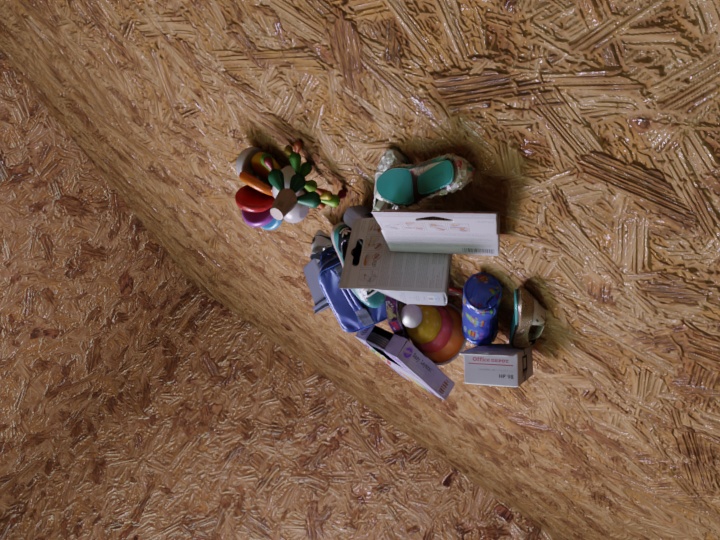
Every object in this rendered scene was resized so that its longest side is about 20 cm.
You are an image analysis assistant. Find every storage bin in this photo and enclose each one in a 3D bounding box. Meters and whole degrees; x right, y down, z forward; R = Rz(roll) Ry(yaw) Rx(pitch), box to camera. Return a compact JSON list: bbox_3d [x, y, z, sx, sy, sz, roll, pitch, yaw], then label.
[{"bbox_3d":[-0.078,0.021,1.614,0.138,0.142,0.200,65,160,2],"label":"storage bin"}]

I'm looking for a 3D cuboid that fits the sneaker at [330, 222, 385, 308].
[{"bbox_3d":[0.000,0.000,1.208,0.204,0.070,0.080,62,175,-22],"label":"sneaker"}]

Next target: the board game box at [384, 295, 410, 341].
[{"bbox_3d":[0.083,0.085,1.321,0.031,0.124,0.201,-12,158,8],"label":"board game box"}]

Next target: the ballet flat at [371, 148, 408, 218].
[{"bbox_3d":[0.051,-0.142,1.086,0.071,0.072,0.201,33,160,12],"label":"ballet flat"}]

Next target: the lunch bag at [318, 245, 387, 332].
[{"bbox_3d":[-0.013,0.028,1.327,0.133,0.132,0.204,-94,-21,-63],"label":"lunch bag"}]

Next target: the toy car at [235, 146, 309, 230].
[{"bbox_3d":[-0.226,-0.176,1.388,0.172,0.152,0.202,29,159,24],"label":"toy car"}]

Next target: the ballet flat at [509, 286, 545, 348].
[{"bbox_3d":[0.324,0.091,1.130,0.063,0.073,0.201,3,153,13],"label":"ballet flat"}]

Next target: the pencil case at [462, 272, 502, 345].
[{"bbox_3d":[0.250,0.088,1.208,0.087,0.078,0.202,43,165,28],"label":"pencil case"}]

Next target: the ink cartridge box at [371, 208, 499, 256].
[{"bbox_3d":[0.129,-0.077,0.955,0.193,0.046,0.177,3,161,15],"label":"ink cartridge box"}]

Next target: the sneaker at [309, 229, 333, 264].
[{"bbox_3d":[-0.034,-0.046,1.472,0.196,0.091,0.074,24,143,-30],"label":"sneaker"}]

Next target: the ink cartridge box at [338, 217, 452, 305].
[{"bbox_3d":[0.070,-0.020,1.072,0.193,0.164,0.048,1,146,17],"label":"ink cartridge box"}]

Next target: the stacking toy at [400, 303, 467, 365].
[{"bbox_3d":[0.147,0.117,1.302,0.144,0.150,0.199,23,172,36],"label":"stacking toy"}]

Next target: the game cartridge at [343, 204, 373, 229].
[{"bbox_3d":[0.057,-0.064,1.198,0.198,0.042,0.133,37,-161,7],"label":"game cartridge"}]

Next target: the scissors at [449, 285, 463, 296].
[{"bbox_3d":[0.142,0.022,1.248,0.195,0.014,0.073,21,174,-27],"label":"scissors"}]

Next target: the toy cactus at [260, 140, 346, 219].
[{"bbox_3d":[-0.133,-0.175,1.225,0.198,0.167,0.102,36,141,-9],"label":"toy cactus"}]

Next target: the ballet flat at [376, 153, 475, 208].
[{"bbox_3d":[0.107,-0.144,0.957,0.197,0.062,0.079,2,97,52],"label":"ballet flat"}]

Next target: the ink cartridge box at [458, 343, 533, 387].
[{"bbox_3d":[0.282,0.195,1.209,0.112,0.069,0.198,-2,179,27],"label":"ink cartridge box"}]

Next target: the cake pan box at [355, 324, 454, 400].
[{"bbox_3d":[0.099,0.202,1.344,0.200,0.053,0.182,44,164,-31],"label":"cake pan box"}]

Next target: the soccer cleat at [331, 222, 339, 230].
[{"bbox_3d":[0.009,-0.045,1.416,0.199,0.065,0.084,41,-169,-19],"label":"soccer cleat"}]
